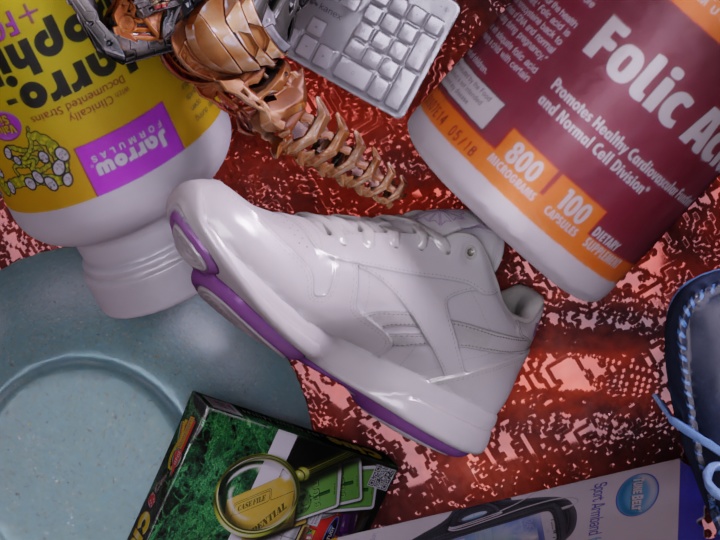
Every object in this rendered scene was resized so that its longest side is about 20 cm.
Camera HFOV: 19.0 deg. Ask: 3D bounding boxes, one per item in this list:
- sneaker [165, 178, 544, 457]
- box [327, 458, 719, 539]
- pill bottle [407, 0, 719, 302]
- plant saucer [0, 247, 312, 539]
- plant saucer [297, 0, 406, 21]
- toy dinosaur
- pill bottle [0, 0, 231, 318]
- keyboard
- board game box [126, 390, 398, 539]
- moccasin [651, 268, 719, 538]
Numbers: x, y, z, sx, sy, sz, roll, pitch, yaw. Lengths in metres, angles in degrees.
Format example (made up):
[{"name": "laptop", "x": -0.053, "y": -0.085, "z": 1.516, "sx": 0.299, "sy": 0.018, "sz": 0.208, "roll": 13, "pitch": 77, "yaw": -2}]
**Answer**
[{"name": "sneaker", "x": 0.000, "y": 0.000, "z": 0.909, "sx": 0.200, "sy": 0.075, "sz": 0.100, "roll": 34, "pitch": 89, "yaw": -39}, {"name": "box", "x": 0.062, "y": 0.136, "z": 0.882, "sx": 0.199, "sy": 0.119, "sz": 0.042, "roll": -13, "pitch": 110, "yaw": 15}, {"name": "pill bottle", "x": 0.124, "y": -0.095, "z": 0.890, "sx": 0.114, "sy": 0.114, "sz": 0.200, "roll": 42, "pitch": 100, "yaw": 2}, {"name": "plant saucer", "x": -0.121, "y": 0.090, "z": 0.981, "sx": 0.200, "sy": 0.039, "sz": 0.202, "roll": 1, "pitch": 96, "yaw": 7}, {"name": "plant saucer", "x": -0.018, "y": -0.210, "z": 0.939, "sx": 0.199, "sy": 0.036, "sz": 0.201, "roll": 1, "pitch": 96, "yaw": 7}, {"name": "toy dinosaur", "x": -0.047, "y": -0.115, "z": 0.858, "sx": 0.136, "sy": 0.102, "sz": 0.201, "roll": -42, "pitch": 128, "yaw": -20}, {"name": "pill bottle", "x": -0.120, "y": -0.083, "z": 0.910, "sx": 0.104, "sy": 0.104, "sz": 0.201, "roll": -21, "pitch": 113, "yaw": 9}, {"name": "keyboard", "x": -0.055, "y": -0.138, "z": 0.928, "sx": 0.199, "sy": 0.011, "sz": 0.056, "roll": 30, "pitch": 99, "yaw": 4}, {"name": "board game box", "x": -0.069, "y": 0.160, "z": 0.963, "sx": 0.104, "sy": 0.023, "sz": 0.201, "roll": 20, "pitch": 100, "yaw": -27}, {"name": "moccasin", "x": 0.169, "y": 0.093, "z": 0.783, "sx": 0.080, "sy": 0.068, "sz": 0.201, "roll": -25, "pitch": 92, "yaw": 12}]
